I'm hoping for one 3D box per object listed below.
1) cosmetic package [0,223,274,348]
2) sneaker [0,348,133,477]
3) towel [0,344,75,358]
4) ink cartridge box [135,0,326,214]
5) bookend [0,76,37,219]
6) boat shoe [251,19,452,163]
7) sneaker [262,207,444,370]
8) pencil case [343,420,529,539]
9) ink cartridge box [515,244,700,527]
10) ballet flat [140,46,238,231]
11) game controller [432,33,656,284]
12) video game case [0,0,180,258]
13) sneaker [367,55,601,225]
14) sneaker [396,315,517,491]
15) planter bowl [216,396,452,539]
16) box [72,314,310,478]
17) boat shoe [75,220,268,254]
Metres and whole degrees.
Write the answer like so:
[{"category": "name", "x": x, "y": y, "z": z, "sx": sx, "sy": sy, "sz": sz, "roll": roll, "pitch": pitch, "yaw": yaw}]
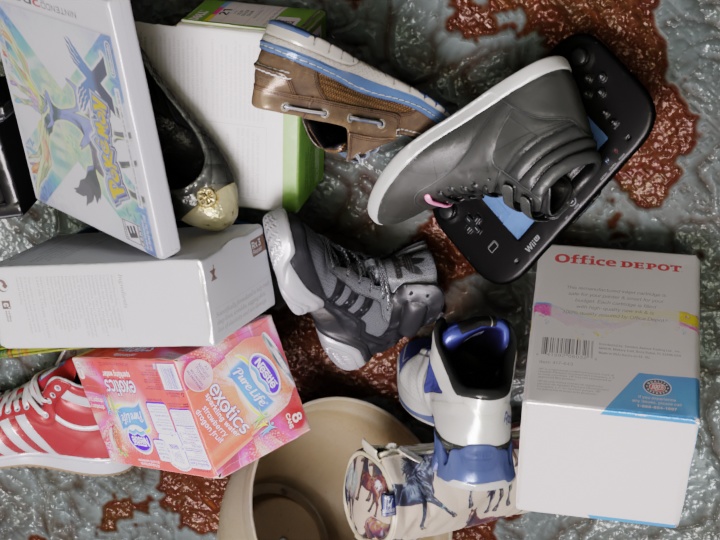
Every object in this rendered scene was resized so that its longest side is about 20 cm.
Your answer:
[{"category": "cosmetic package", "x": -0.178, "y": 0.013, "z": 1.246, "sx": 0.199, "sy": 0.102, "sz": 0.074, "roll": 0, "pitch": 107, "yaw": 27}, {"category": "sneaker", "x": -0.298, "y": 0.118, "z": 1.417, "sx": 0.199, "sy": 0.071, "sz": 0.113, "roll": 3, "pitch": 119, "yaw": 1}, {"category": "towel", "x": -0.239, "y": 0.048, "z": 1.353, "sx": 0.199, "sy": 0.086, "sz": 0.018, "roll": -8, "pitch": 104, "yaw": 21}, {"category": "ink cartridge box", "x": -0.133, "y": -0.137, "z": 1.267, "sx": 0.199, "sy": 0.076, "sz": 0.148, "roll": 8, "pitch": 116, "yaw": 12}, {"category": "bookend", "x": -0.345, "y": -0.046, "z": 1.338, "sx": 0.198, "sy": 0.092, "sz": 0.201, "roll": -6, "pitch": 114, "yaw": 13}, {"category": "boat shoe", "x": -0.010, "y": -0.122, "z": 1.204, "sx": 0.200, "sy": 0.072, "sz": 0.073, "roll": 21, "pitch": 95, "yaw": -43}, {"category": "sneaker", "x": 0.000, "y": 0.000, "z": 1.281, "sx": 0.114, "sy": 0.076, "sz": 0.200, "roll": -22, "pitch": 142, "yaw": 8}, {"category": "pencil case", "x": 0.088, "y": 0.167, "z": 1.316, "sx": 0.199, "sy": 0.078, "sz": 0.090, "roll": -9, "pitch": 128, "yaw": -26}, {"category": "ink cartridge box", "x": 0.194, "y": 0.077, "z": 1.247, "sx": 0.128, "sy": 0.200, "sz": 0.125, "roll": 6, "pitch": 133, "yaw": 8}, {"category": "ballet flat", "x": -0.161, "y": -0.110, "z": 1.204, "sx": 0.066, "sy": 0.057, "sz": 0.200, "roll": -38, "pitch": 99, "yaw": -5}, {"category": "game controller", "x": 0.140, "y": -0.084, "z": 1.240, "sx": 0.200, "sy": 0.042, "sz": 0.104, "roll": -50, "pitch": 57, "yaw": 26}, {"category": "video game case", "x": -0.209, "y": -0.122, "z": 1.185, "sx": 0.182, "sy": 0.022, "sz": 0.201, "roll": 23, "pitch": 131, "yaw": 45}, {"category": "sneaker", "x": 0.094, "y": -0.066, "z": 1.208, "sx": 0.200, "sy": 0.071, "sz": 0.099, "roll": -35, "pitch": 69, "yaw": 26}, {"category": "sneaker", "x": 0.085, "y": 0.079, "z": 1.263, "sx": 0.080, "sy": 0.199, "sz": 0.116, "roll": 2, "pitch": 110, "yaw": -11}, {"category": "planter bowl", "x": -0.041, "y": 0.221, "z": 1.365, "sx": 0.200, "sy": 0.200, "sz": 0.135, "roll": 46, "pitch": 141, "yaw": -12}, {"category": "box", "x": -0.140, "y": 0.099, "z": 1.300, "sx": 0.200, "sy": 0.095, "sz": 0.103, "roll": -5, "pitch": 106, "yaw": 58}, {"category": "boat shoe", "x": -0.179, "y": -0.008, "z": 1.336, "sx": 0.199, "sy": 0.069, "sz": 0.084, "roll": -12, "pitch": 112, "yaw": 18}]
